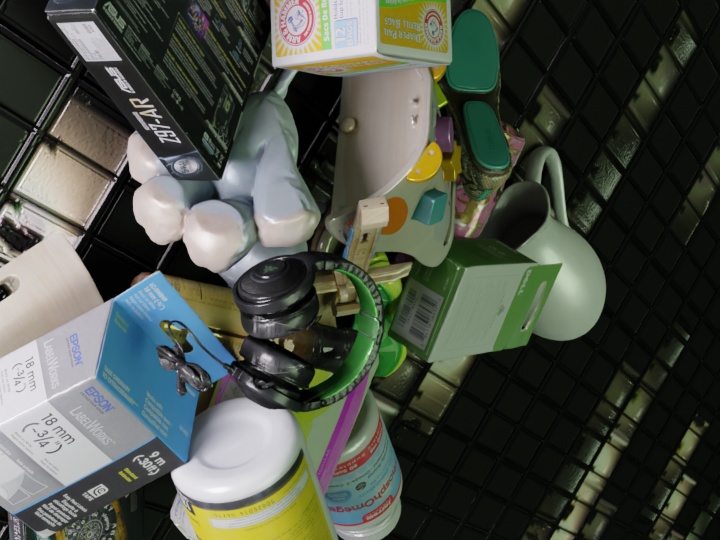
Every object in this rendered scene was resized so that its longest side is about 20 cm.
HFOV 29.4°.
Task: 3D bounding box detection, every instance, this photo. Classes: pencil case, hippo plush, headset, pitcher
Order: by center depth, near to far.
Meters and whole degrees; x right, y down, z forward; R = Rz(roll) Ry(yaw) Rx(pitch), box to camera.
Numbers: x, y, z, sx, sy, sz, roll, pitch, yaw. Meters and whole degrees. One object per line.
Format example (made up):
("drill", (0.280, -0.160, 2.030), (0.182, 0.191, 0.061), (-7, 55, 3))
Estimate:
("headset", (-0.060, 0.055, 1.047), (0.198, 0.094, 0.126), (-6, 110, -33))
("hippo plush", (-0.108, -0.063, 1.150), (0.161, 0.156, 0.203), (89, -1, -62))
("pencil case", (0.098, -0.067, 1.430), (0.202, 0.082, 0.086), (-66, 163, 8))
("pitcher", (0.222, -0.028, 1.608), (0.201, 0.120, 0.173), (52, 56, -42))

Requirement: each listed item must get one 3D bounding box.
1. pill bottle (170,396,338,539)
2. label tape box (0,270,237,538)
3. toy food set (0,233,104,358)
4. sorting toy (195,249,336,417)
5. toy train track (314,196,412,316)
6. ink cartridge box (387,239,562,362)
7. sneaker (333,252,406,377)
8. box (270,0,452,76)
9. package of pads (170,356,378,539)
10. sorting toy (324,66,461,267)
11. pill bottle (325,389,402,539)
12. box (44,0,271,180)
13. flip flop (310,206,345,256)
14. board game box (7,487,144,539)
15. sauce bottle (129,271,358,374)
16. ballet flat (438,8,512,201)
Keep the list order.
("pill bottle", (-0.080, 0.213, 1.140), (0.112, 0.111, 0.202), (-38, 130, -29))
("label tape box", (-0.198, 0.106, 1.037), (0.198, 0.064, 0.145), (-28, 140, 6))
("toy food set", (-0.263, 0.079, 1.101), (0.143, 0.060, 0.201), (-34, 138, -16))
("sorting toy", (-0.114, 0.099, 1.287), (0.199, 0.069, 0.201), (-37, 140, -32))
("toy train track", (0.000, 0.000, 1.189), (0.113, 0.033, 0.201), (-9, 154, -13))
("ink cartridge box", (0.119, 0.027, 1.398), (0.199, 0.059, 0.105), (-3, 119, -54))
("sneaker", (0.000, 0.046, 1.401), (0.083, 0.075, 0.201), (-22, 147, -9))
("box", (-0.001, -0.259, 1.074), (0.101, 0.111, 0.204), (-3, 91, -51))
("package of pads", (-0.078, 0.152, 1.249), (0.154, 0.068, 0.203), (4, 110, -54))
("sorting toy", (0.050, -0.096, 1.249), (0.180, 0.105, 0.203), (52, 37, -57))
("pill bottle", (-0.015, 0.206, 1.460), (0.109, 0.108, 0.201), (-45, 143, -21))
("box", (-0.139, -0.188, 1.010), (0.200, 0.043, 0.162), (55, 43, -53))
("flip flop", (0.023, -0.077, 1.348), (0.201, 0.057, 0.081), (-56, 146, -7))
("board game box", (-0.256, 0.258, 1.252), (0.134, 0.028, 0.203), (-26, 133, -40))
("sauce bottle", (-0.094, 0.051, 1.121), (0.197, 0.066, 0.067), (15, 104, -23))
("ballet flat", (0.105, -0.158, 1.343), (0.067, 0.203, 0.075), (4, 151, -17))
